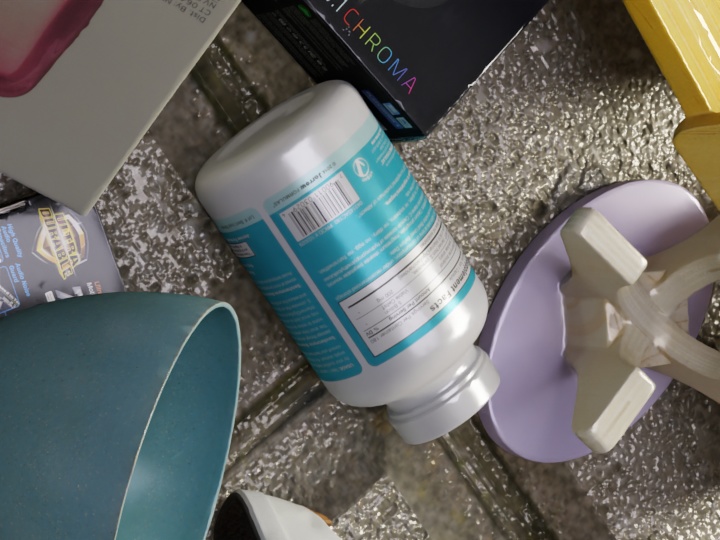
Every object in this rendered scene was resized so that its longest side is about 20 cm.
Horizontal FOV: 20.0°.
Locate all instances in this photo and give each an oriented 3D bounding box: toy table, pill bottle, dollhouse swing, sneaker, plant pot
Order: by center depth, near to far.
[{"bbox_3d":[-0.155,0.097,1.034,0.134,0.200,0.202,15,86,9],"label":"plant pot"},{"bbox_3d":[-0.015,0.198,1.135,0.084,0.201,0.073,13,122,-29],"label":"sneaker"},{"bbox_3d":[0.000,0.000,1.172,0.111,0.111,0.201,-37,105,-16],"label":"pill bottle"},{"bbox_3d":[0.256,-0.158,1.193,0.200,0.180,0.177,-63,141,-54],"label":"dollhouse swing"},{"bbox_3d":[0.168,0.032,1.237,0.183,0.117,0.201,31,79,-20],"label":"toy table"}]

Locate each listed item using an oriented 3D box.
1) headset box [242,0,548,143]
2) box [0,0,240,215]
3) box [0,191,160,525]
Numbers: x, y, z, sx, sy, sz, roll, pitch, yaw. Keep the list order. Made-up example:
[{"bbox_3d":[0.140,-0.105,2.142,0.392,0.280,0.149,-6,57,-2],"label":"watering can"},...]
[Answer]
[{"bbox_3d":[0.030,-0.206,1.187,0.200,0.093,0.174,-47,107,-15],"label":"headset box"},{"bbox_3d":[-0.133,-0.153,1.052,0.108,0.128,0.200,28,125,-19],"label":"box"},{"bbox_3d":[-0.212,0.075,1.122,0.197,0.050,0.202,-22,99,-20],"label":"box"}]
